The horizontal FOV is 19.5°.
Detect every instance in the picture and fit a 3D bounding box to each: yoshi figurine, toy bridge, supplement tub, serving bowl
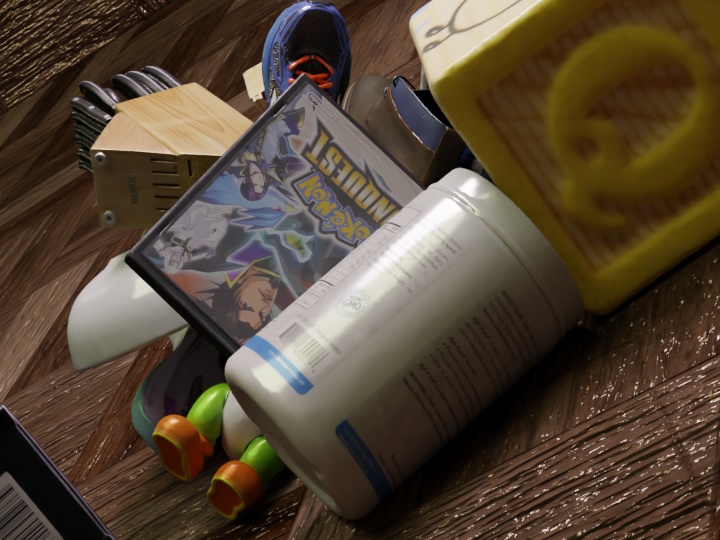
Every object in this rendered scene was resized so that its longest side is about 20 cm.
[{"bbox_3d":[-0.047,0.071,1.459,0.200,0.113,0.112,-44,26,-28],"label":"yoshi figurine"},{"bbox_3d":[-0.037,-0.090,1.742,0.027,0.200,0.067,-26,50,10],"label":"toy bridge"},{"bbox_3d":[0.027,0.046,1.315,0.200,0.132,0.132,-40,16,-11],"label":"supplement tub"},{"bbox_3d":[-0.133,0.003,1.553,0.199,0.066,0.200,-25,3,1],"label":"serving bowl"}]

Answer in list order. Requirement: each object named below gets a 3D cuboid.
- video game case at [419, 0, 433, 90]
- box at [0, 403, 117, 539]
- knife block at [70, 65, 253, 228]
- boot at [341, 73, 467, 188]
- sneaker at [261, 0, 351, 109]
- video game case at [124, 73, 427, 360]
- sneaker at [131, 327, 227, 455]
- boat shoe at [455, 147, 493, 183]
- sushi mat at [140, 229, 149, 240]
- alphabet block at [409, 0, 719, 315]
[{"bbox_3d":[0.066,-0.147,1.722,0.023,0.183,0.200,6,26,5],"label":"video game case"},{"bbox_3d":[-0.283,0.178,1.572,0.104,0.148,0.200,-42,17,-15],"label":"box"},{"bbox_3d":[-0.124,-0.097,1.551,0.199,0.064,0.176,3,30,14],"label":"knife block"},{"bbox_3d":[0.040,-0.109,1.539,0.097,0.074,0.200,-59,27,30],"label":"boot"},{"bbox_3d":[-0.041,-0.112,1.637,0.075,0.201,0.078,2,16,-15],"label":"sneaker"},{"bbox_3d":[-0.027,-0.003,1.423,0.181,0.200,0.026,-47,1,-17],"label":"video game case"},{"bbox_3d":[-0.089,0.056,1.646,0.140,0.078,0.200,-26,29,30],"label":"sneaker"},{"bbox_3d":[0.105,-0.067,1.524,0.072,0.072,0.201,-127,59,-74],"label":"boat shoe"},{"bbox_3d":[-0.132,-0.028,1.650,0.095,0.012,0.200,-20,-15,-21],"label":"sushi mat"},{"bbox_3d":[0.163,-0.122,1.376,0.195,0.197,0.200,-37,16,8],"label":"alphabet block"}]
